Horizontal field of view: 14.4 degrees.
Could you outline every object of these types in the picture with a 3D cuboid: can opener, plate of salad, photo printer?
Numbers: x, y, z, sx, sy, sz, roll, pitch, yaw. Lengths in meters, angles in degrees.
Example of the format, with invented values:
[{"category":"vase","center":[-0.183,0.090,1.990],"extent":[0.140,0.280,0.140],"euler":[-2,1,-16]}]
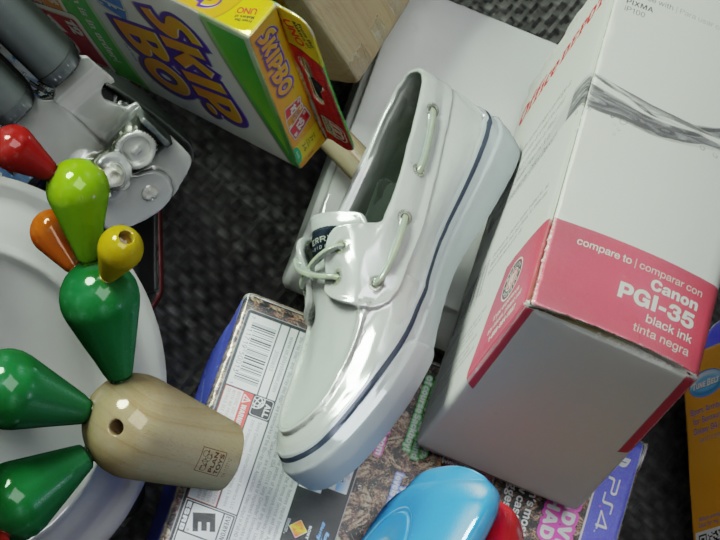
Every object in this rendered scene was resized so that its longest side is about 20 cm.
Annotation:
[{"category":"can opener","center":[-0.153,-0.094,1.262],"extent":[0.053,0.067,0.200],"euler":[-41,121,9]},{"category":"plate of salad","center":[-0.183,0.055,1.246],"extent":[0.199,0.048,0.201],"euler":[-4,101,-21]},{"category":"photo printer","center":[0.080,-0.030,1.389],"extent":[0.199,0.069,0.167],"euler":[22,68,-5]}]

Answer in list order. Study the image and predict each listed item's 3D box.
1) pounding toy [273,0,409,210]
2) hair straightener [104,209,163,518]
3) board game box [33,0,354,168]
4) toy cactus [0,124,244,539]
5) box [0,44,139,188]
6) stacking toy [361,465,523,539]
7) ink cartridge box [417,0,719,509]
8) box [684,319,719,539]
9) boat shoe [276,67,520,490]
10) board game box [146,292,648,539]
[{"category":"pounding toy","center":[-0.059,-0.151,1.324],"extent":[0.184,0.200,0.142],"euler":[11,59,38]},{"category":"hair straightener","center":[-0.125,0.028,1.320],"extent":[0.041,0.077,0.201],"euler":[-1,81,24]},{"category":"board game box","center":[-0.092,-0.112,1.275],"extent":[0.200,0.096,0.030],"euler":[25,66,29]},{"category":"toy cactus","center":[-0.123,0.053,1.195],"extent":[0.165,0.102,0.201],"euler":[19,86,-25]},{"category":"box","center":[-0.220,-0.114,1.365],"extent":[0.200,0.040,0.137],"euler":[42,67,3]},{"category":"stacking toy","center":[0.081,0.181,1.207],"extent":[0.200,0.116,0.110],"euler":[36,71,-12]},{"category":"ink cartridge box","center":[0.107,-0.019,1.258],"extent":[0.083,0.147,0.200],"euler":[23,58,-6]},{"category":"box","center":[0.214,0.118,1.367],"extent":[0.119,0.041,0.201],"euler":[10,71,-32]},{"category":"boat shoe","center":[0.000,0.000,1.250],"extent":[0.067,0.073,0.200],"euler":[40,55,-23]},{"category":"board game box","center":[0.007,0.128,1.304],"extent":[0.199,0.097,0.160],"euler":[21,68,-5]}]
